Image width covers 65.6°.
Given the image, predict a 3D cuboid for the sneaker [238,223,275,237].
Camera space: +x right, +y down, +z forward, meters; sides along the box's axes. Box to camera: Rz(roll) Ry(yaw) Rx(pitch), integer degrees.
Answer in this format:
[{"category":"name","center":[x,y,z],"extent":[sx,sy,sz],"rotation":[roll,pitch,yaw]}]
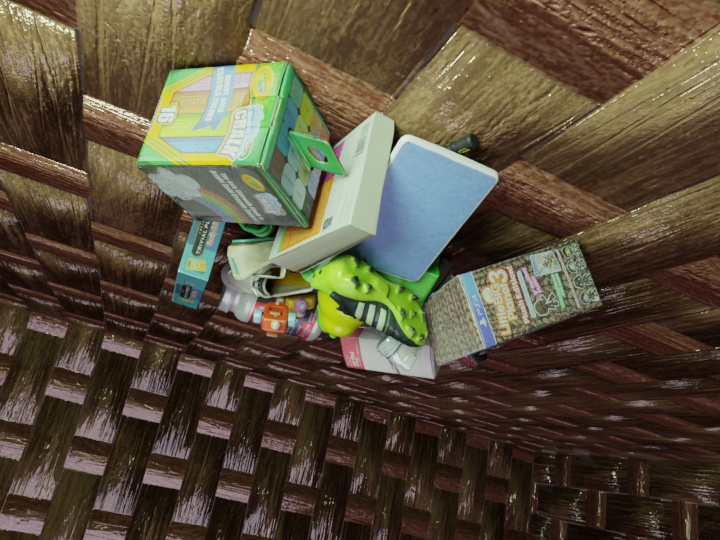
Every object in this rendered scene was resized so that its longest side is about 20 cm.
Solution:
[{"category":"sneaker","center":[-0.153,-0.089,0.793],"extent":[0.072,0.086,0.201],"rotation":[13,161,-3]}]

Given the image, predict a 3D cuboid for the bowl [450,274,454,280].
[{"category":"bowl","center":[0.082,0.059,1.032],"extent":[0.194,0.097,0.202],"rotation":[10,159,4]}]

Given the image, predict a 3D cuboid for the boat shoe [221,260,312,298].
[{"category":"boat shoe","center":[-0.151,0.012,0.914],"extent":[0.194,0.073,0.070],"rotation":[1,-157,18]}]

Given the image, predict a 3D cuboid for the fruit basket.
[{"category":"fruit basket","center":[0.000,0.000,0.827],"extent":[0.208,0.159,0.218],"rotation":[4,147,2]}]

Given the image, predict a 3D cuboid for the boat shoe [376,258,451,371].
[{"category":"boat shoe","center":[0.099,0.071,0.891],"extent":[0.067,0.201,0.073],"rotation":[41,155,-5]}]

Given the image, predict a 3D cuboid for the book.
[{"category":"book","center":[-0.037,-0.085,0.661],"extent":[0.047,0.137,0.198],"rotation":[21,160,-26]}]

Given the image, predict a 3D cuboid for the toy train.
[{"category":"toy train","center":[-0.082,0.082,0.938],"extent":[0.194,0.057,0.151],"rotation":[6,-159,-12]}]

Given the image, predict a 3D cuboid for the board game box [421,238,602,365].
[{"category":"board game box","center":[0.206,0.049,0.799],"extent":[0.195,0.099,0.160],"rotation":[-16,168,-18]}]

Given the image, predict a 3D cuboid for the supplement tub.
[{"category":"supplement tub","center":[-0.158,0.041,1.060],"extent":[0.195,0.144,0.140],"rotation":[18,160,-16]}]

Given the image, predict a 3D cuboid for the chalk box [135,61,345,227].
[{"category":"chalk box","center":[-0.111,-0.132,0.600],"extent":[0.194,0.127,0.125],"rotation":[4,158,19]}]

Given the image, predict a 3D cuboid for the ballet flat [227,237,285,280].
[{"category":"ballet flat","center":[-0.111,-0.024,0.840],"extent":[0.197,0.072,0.068],"rotation":[-14,-178,-43]}]

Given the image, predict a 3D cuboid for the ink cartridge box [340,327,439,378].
[{"category":"ink cartridge box","center":[0.078,0.134,1.133],"extent":[0.195,0.147,0.085],"rotation":[3,119,27]}]

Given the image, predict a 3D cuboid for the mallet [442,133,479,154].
[{"category":"mallet","center":[0.047,-0.118,0.658],"extent":[0.064,0.043,0.198],"rotation":[5,163,-36]}]

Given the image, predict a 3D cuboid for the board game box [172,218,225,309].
[{"category":"board game box","center":[-0.253,-0.037,0.892],"extent":[0.046,0.155,0.200],"rotation":[17,159,-15]}]

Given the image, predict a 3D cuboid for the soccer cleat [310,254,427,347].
[{"category":"soccer cleat","center":[0.018,0.044,0.748],"extent":[0.080,0.069,0.199],"rotation":[-16,138,39]}]

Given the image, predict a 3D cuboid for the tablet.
[{"category":"tablet","center":[0.060,-0.064,0.667],"extent":[0.127,0.014,0.201],"rotation":[16,136,-19]}]

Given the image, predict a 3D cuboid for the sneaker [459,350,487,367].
[{"category":"sneaker","center":[0.206,0.133,1.075],"extent":[0.079,0.077,0.199],"rotation":[21,-173,21]}]

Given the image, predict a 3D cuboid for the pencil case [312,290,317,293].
[{"category":"pencil case","center":[-0.016,0.011,0.947],"extent":[0.195,0.089,0.078],"rotation":[18,-167,19]}]
